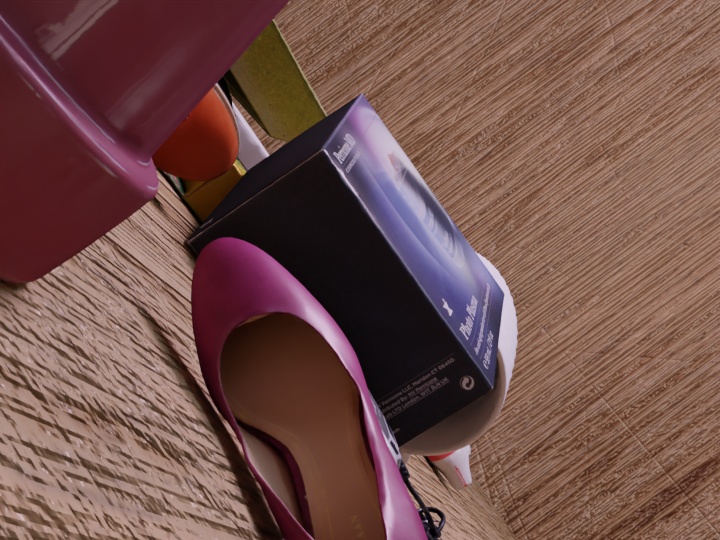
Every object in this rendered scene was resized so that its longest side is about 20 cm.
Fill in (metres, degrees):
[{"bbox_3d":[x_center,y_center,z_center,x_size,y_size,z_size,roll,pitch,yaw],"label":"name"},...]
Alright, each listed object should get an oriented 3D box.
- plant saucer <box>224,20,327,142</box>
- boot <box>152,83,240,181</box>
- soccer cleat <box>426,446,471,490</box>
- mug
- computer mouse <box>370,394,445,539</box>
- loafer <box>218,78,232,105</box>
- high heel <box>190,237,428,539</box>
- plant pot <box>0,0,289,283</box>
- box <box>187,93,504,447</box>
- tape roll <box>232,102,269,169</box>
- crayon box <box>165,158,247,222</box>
[{"bbox_3d":[-0.115,-0.204,1.189,0.200,0.048,0.200,49,-6,42],"label":"plant saucer"},{"bbox_3d":[-0.136,-0.101,0.863,0.200,0.075,0.107,42,12,-44],"label":"boot"},{"bbox_3d":[0.109,0.224,1.873,0.086,0.068,0.200,63,1,-16],"label":"soccer cleat"},{"bbox_3d":[0.058,0.076,1.230,0.147,0.201,0.175,17,25,5],"label":"mug"},{"bbox_3d":[-0.004,0.105,0.874,0.201,0.044,0.110,60,4,-10],"label":"computer mouse"},{"bbox_3d":[-0.183,-0.195,1.184,0.201,0.068,0.070,47,9,9],"label":"loafer"},{"bbox_3d":[-0.023,0.055,0.570,0.201,0.067,0.096,58,-8,23],"label":"high heel"},{"bbox_3d":[-0.091,-0.127,0.430,0.200,0.179,0.200,53,1,-1],"label":"plant pot"},{"bbox_3d":[0.000,0.000,1.005,0.199,0.123,0.200,53,16,-10],"label":"box"},{"bbox_3d":[-0.166,-0.161,1.358,0.203,0.071,0.202,55,0,0],"label":"tape roll"},{"bbox_3d":[-0.096,-0.041,1.167,0.200,0.051,0.127,54,2,-25],"label":"crayon box"}]
